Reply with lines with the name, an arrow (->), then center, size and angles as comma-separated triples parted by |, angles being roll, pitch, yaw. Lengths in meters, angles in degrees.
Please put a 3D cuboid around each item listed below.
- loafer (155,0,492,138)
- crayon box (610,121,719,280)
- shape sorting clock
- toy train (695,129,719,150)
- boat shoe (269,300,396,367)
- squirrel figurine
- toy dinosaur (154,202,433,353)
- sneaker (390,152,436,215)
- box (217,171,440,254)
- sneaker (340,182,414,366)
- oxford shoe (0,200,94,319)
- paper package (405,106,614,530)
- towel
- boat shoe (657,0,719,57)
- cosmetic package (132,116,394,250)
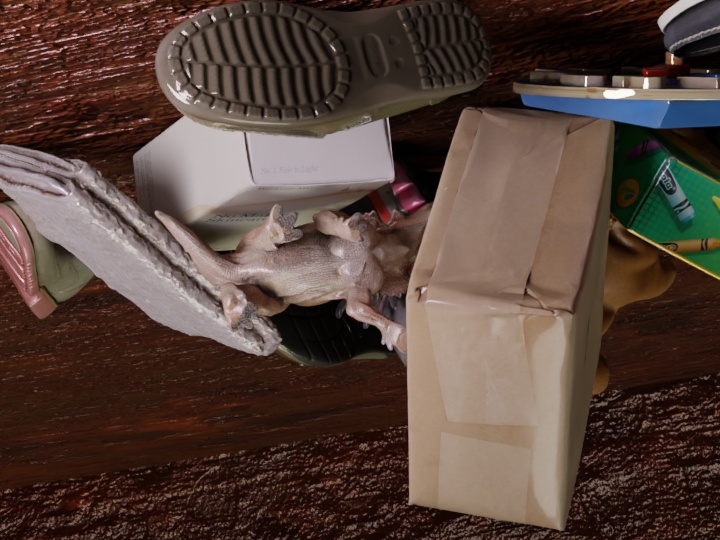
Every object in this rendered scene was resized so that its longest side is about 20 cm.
loafer -> -0.023, -0.107, 1.321 | 0.199, 0.077, 0.067 | -4, 164, -24
crayon box -> 0.247, -0.030, 1.567 | 0.199, 0.058, 0.119 | 26, -166, -23
shape sorting clock -> 0.194, -0.116, 1.468 | 0.198, 0.040, 0.200 | 3, -170, -1
toy train -> 0.237, -0.062, 1.815 | 0.113, 0.086, 0.199 | -13, 176, -39
boat shoe -> -0.040, 0.040, 1.738 | 0.073, 0.076, 0.200 | -11, 168, 29
squirrel figurine -> 0.166, -0.035, 1.669 | 0.186, 0.142, 0.200 | -36, 146, 22
toy dinosaur -> -0.035, -0.003, 1.491 | 0.198, 0.087, 0.136 | 3, -174, -10
sneaker -> 0.059, -0.011, 1.747 | 0.079, 0.201, 0.096 | -20, -158, 33
box -> -0.052, -0.023, 1.793 | 0.199, 0.079, 0.141 | 0, 169, -35
sneaker -> 0.000, 0.000, 1.609 | 0.081, 0.201, 0.077 | -20, 139, -2
oxford shoe -> -0.231, -0.023, 1.748 | 0.074, 0.071, 0.200 | -32, 173, -8
paper package -> 0.095, 0.028, 1.472 | 0.103, 0.191, 0.201 | 8, 135, 11
towel -> -0.149, -0.011, 1.536 | 0.200, 0.035, 0.132 | 41, 166, -31
boat shoe -> 0.262, -0.143, 1.371 | 0.199, 0.068, 0.072 | -7, 173, 34
cosmetic package -> -0.067, -0.068, 1.538 | 0.103, 0.074, 0.200 | -3, 171, -24
